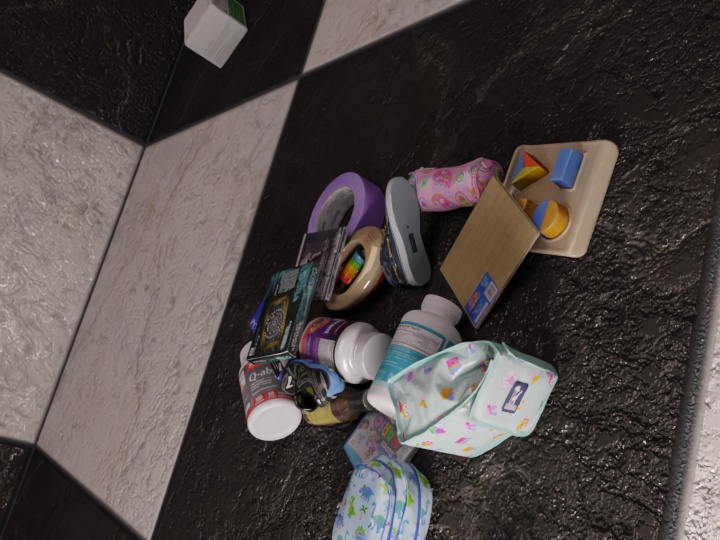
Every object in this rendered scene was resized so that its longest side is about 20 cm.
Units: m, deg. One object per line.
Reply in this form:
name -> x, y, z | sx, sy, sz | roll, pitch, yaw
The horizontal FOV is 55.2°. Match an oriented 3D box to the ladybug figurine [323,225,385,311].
ladybug figurine -> 0.000, 0.000, 1.390 | 0.201, 0.071, 0.137 | -50, 43, 22

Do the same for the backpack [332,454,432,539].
backpack -> 0.034, 0.393, 1.066 | 0.202, 0.153, 0.162 | -57, 26, -12

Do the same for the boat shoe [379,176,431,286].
boat shoe -> 0.066, -0.067, 1.287 | 0.090, 0.070, 0.205 | -8, 95, 53

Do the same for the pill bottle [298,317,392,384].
pill bottle -> -0.023, 0.151, 1.297 | 0.198, 0.110, 0.114 | 2, 71, 53

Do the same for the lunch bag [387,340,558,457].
lunch bag -> 0.165, 0.175, 0.978 | 0.199, 0.168, 0.124 | -37, 49, 32

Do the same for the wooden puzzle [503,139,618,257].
wooden puzzle -> 0.292, -0.122, 1.097 | 0.198, 0.046, 0.189 | 13, 80, 55

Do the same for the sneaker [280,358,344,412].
sneaker -> -0.105, 0.218, 1.291 | 0.083, 0.071, 0.198 | -46, 19, -26

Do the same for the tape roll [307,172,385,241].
tape roll -> -0.034, -0.109, 1.514 | 0.198, 0.065, 0.204 | -30, 48, 40

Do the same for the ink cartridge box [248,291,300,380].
ink cartridge box -> -0.169, 0.136, 1.454 | 0.095, 0.044, 0.200 | -57, 38, 13

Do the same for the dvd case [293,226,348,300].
dvd case -> -0.094, -0.010, 1.452 | 0.199, 0.016, 0.152 | -4, 70, 60

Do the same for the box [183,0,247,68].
box -> -0.556, -0.938, 2.634 | 0.200, 0.169, 0.202 | -45, 39, 27

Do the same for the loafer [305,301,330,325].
loafer -> -0.099, 0.113, 1.471 | 0.070, 0.069, 0.203 | 39, 104, 42

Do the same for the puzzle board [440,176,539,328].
puzzle board -> 0.209, -0.029, 1.136 | 0.203, 0.017, 0.152 | -64, 35, 32

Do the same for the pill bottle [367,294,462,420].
pill bottle -> 0.097, 0.145, 1.127 | 0.110, 0.110, 0.203 | 3, 60, 53

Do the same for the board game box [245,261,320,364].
board game box -> -0.156, 0.087, 1.398 | 0.133, 0.028, 0.204 | -15, 51, 43

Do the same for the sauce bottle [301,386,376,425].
sauce bottle -> -0.036, 0.251, 1.288 | 0.198, 0.064, 0.066 | -21, 53, 50

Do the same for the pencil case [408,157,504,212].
pencil case -> 0.165, -0.153, 1.253 | 0.198, 0.086, 0.089 | 2, 70, 53

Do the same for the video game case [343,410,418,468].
video game case -> 0.052, 0.280, 1.199 | 0.202, 0.018, 0.143 | -57, 36, 13

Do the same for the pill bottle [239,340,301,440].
pill bottle -> -0.199, 0.248, 1.472 | 0.116, 0.114, 0.202 | -49, 38, 21
